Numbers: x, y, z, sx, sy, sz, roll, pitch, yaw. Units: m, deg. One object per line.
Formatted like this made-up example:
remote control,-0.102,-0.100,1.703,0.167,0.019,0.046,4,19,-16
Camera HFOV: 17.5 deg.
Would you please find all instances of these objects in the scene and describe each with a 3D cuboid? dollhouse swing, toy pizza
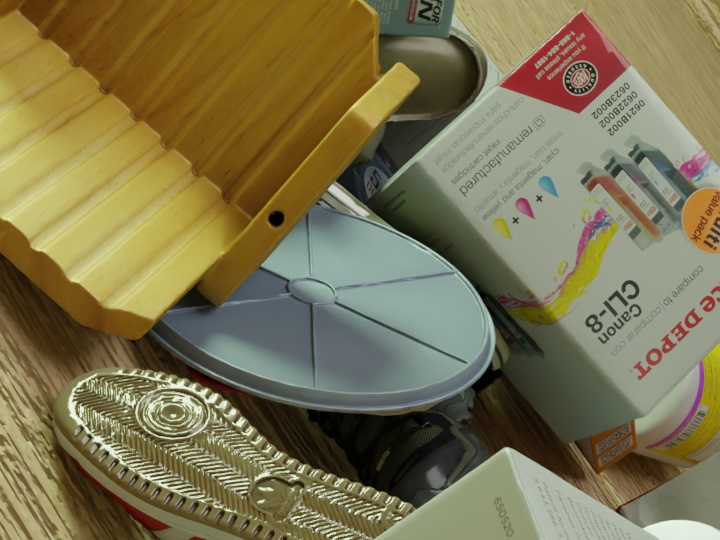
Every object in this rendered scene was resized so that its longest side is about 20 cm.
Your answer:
dollhouse swing,-0.105,-0.094,1.137,0.200,0.182,0.176,42,11,1
toy pizza,-0.028,0.023,1.225,0.199,0.032,0.200,11,29,-6

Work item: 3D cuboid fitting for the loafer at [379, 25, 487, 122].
loafer,-0.009,-0.129,1.497,0.199,0.076,0.067,4,19,-18

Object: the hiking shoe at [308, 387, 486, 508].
hiking shoe,0.007,0.086,1.258,0.100,0.076,0.200,32,14,-10

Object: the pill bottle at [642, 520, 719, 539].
pill bottle,0.173,0.222,1.241,0.111,0.110,0.201,-107,-176,-46

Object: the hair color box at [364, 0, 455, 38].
hair color box,-0.046,-0.194,1.455,0.199,0.061,0.099,3,27,-16

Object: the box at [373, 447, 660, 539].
box,0.046,0.216,0.919,0.131,0.199,0.201,33,27,-46

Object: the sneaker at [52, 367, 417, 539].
sneaker,-0.054,0.126,1.052,0.199,0.113,0.071,27,49,17

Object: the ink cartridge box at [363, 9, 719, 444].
ink cartridge box,0.129,-0.021,1.397,0.200,0.145,0.145,48,-16,-2

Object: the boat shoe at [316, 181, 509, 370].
boat shoe,0.000,0.000,1.367,0.200,0.062,0.075,38,-5,-4

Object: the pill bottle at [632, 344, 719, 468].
pill bottle,0.236,0.092,1.761,0.200,0.104,0.105,21,36,-59

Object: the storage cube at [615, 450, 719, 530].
storage cube,0.284,0.210,1.439,0.200,0.170,0.180,55,-8,50

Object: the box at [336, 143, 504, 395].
box,0.016,-0.002,1.487,0.200,0.043,0.160,55,18,4

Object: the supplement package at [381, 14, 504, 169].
supplement package,0.008,-0.143,1.610,0.200,0.114,0.110,50,19,-15

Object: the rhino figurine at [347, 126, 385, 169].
rhino figurine,-0.027,-0.101,1.344,0.088,0.060,0.200,52,4,5

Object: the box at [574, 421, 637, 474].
box,0.135,0.058,1.561,0.119,0.041,0.200,56,-5,18
